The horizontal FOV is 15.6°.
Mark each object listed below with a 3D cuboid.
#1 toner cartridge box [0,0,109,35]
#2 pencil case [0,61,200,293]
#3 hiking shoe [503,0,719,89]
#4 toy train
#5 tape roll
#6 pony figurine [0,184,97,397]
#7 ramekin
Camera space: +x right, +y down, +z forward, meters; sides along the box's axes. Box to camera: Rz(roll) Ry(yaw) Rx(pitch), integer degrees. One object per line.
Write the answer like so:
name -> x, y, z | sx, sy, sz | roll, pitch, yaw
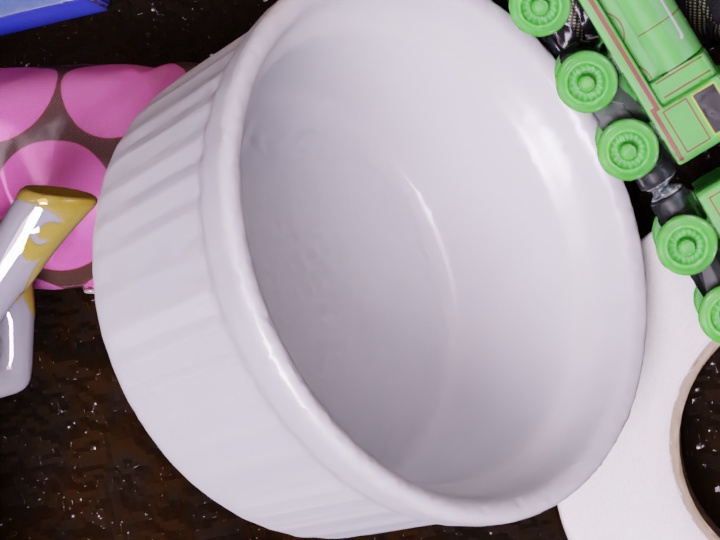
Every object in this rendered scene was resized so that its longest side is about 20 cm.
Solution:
toner cartridge box -> -0.167, -0.191, 1.034 | 0.095, 0.043, 0.201 | -13, 88, 6
pencil case -> -0.150, -0.031, 1.014 | 0.199, 0.091, 0.094 | 0, 101, 10
hiking shoe -> 0.104, -0.105, 0.993 | 0.200, 0.076, 0.101 | 27, 105, 13
toy train -> 0.105, -0.062, 0.945 | 0.056, 0.042, 0.200 | -30, 99, 9
tape roll -> 0.171, 0.063, 0.994 | 0.202, 0.037, 0.204 | 0, 90, 8
pony figurine -> -0.194, 0.059, 0.929 | 0.192, 0.166, 0.201 | 6, 101, -24
ramekin -> 0.000, 0.000, 0.938 | 0.098, 0.200, 0.201 | -21, 87, 44
